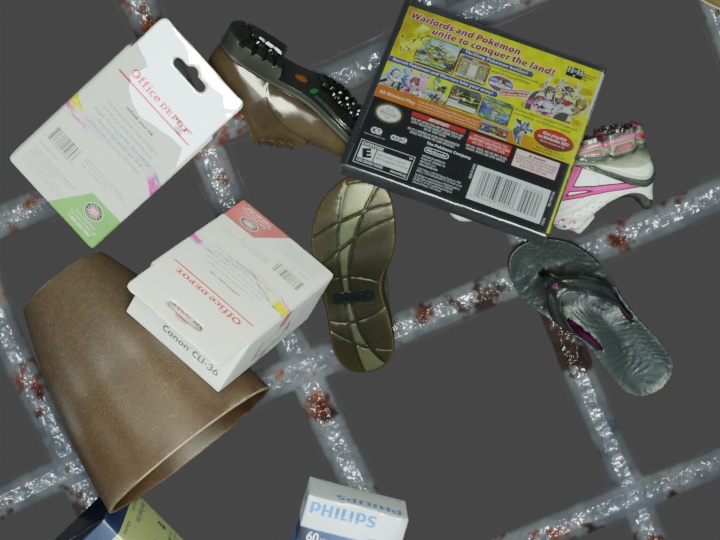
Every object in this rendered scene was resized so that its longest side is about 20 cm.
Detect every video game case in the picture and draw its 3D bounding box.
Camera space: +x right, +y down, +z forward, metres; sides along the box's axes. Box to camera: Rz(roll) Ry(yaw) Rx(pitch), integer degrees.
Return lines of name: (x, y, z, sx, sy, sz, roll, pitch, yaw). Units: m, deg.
video game case: (0.104, -0.137, 1.640, 0.199, 0.026, 0.181, 20, 70, 5)

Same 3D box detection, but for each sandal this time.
sandal: (0.000, 0.000, 1.712, 0.081, 0.055, 0.201, -5, 115, 6)
sandal: (0.225, 0.042, 1.720, 0.200, 0.048, 0.075, 42, 98, -8)

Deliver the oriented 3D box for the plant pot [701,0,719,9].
plant pot: (0.367, -0.337, 1.660, 0.199, 0.027, 0.201, 0, 101, 0)

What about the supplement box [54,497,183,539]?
supplement box: (-0.237, 0.352, 1.730, 0.200, 0.134, 0.200, -43, 98, 7)

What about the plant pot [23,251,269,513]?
plant pot: (-0.218, 0.089, 1.671, 0.187, 0.187, 0.200, -39, 85, 6)

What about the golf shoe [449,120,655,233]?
golf shoe: (0.180, -0.072, 1.686, 0.199, 0.073, 0.092, -16, 102, 2)

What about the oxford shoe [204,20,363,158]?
oxford shoe: (-0.058, -0.144, 1.679, 0.200, 0.073, 0.085, 36, 116, -6)

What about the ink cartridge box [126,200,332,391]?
ink cartridge box: (-0.127, 0.028, 1.623, 0.116, 0.200, 0.068, 40, 126, 9)

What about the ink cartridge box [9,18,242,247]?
ink cartridge box: (-0.211, -0.133, 1.665, 0.200, 0.067, 0.117, -40, 99, 12)

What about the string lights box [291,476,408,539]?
string lights box: (-0.028, 0.315, 1.764, 0.102, 0.059, 0.201, 15, 100, -4)
